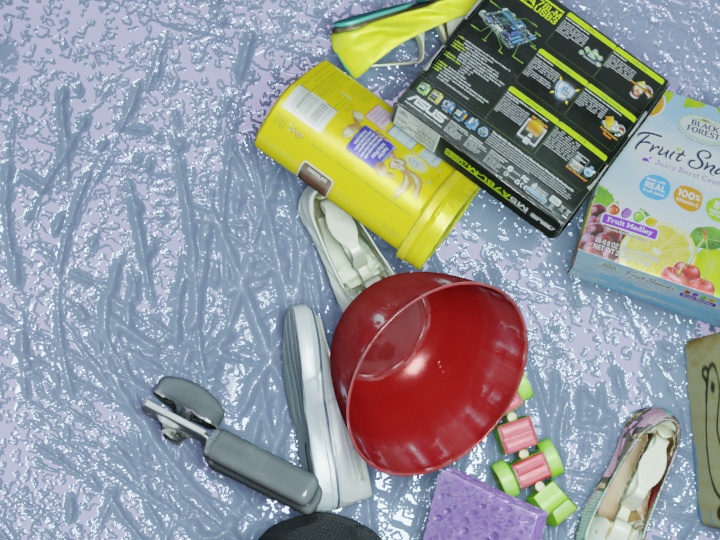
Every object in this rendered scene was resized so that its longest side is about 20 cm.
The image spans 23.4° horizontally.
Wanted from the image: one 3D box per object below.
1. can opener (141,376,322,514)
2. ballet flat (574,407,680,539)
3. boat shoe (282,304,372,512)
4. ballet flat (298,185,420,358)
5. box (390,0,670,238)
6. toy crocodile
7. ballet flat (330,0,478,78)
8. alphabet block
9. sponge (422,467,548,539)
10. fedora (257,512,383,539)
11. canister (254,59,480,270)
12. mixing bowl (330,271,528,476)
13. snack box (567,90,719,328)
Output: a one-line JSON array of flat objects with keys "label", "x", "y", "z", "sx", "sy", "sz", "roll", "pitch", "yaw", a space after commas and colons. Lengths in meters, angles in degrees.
[{"label": "can opener", "x": -0.119, "y": 0.160, "z": 1.656, "sx": 0.199, "sy": 0.053, "sz": 0.067, "roll": 24, "pitch": 69, "yaw": 17}, {"label": "ballet flat", "x": 0.259, "y": 0.226, "z": 1.683, "sx": 0.069, "sy": 0.071, "sz": 0.201, "roll": 23, "pitch": 83, "yaw": -1}, {"label": "boat shoe", "x": -0.031, "y": 0.131, "z": 1.686, "sx": 0.066, "sy": 0.073, "sz": 0.202, "roll": -8, "pitch": 94, "yaw": -19}, {"label": "ballet flat", "x": 0.000, "y": 0.000, "z": 1.696, "sx": 0.069, "sy": 0.069, "sz": 0.201, "roll": -30, "pitch": 87, "yaw": -6}, {"label": "box", "x": 0.162, "y": -0.162, "z": 1.655, "sx": 0.199, "sy": 0.048, "sz": 0.194, "roll": 36, "pitch": 67, "yaw": 6}, {"label": "toy crocodile", "x": 0.148, "y": 0.155, "z": 1.689, "sx": 0.067, "sy": 0.062, "sz": 0.201, "roll": -23, "pitch": 85, "yaw": -5}, {"label": "ballet flat", "x": 0.064, "y": -0.245, "z": 1.725, "sx": 0.199, "sy": 0.067, "sz": 0.068, "roll": -24, "pitch": 103, "yaw": -15}, {"label": "alphabet block", "x": 0.428, "y": 0.147, "z": 1.636, "sx": 0.194, "sy": 0.200, "sz": 0.197, "roll": -5, "pitch": 84, "yaw": -3}, {"label": "sponge", "x": 0.102, "y": 0.299, "z": 1.633, "sx": 0.111, "sy": 0.030, "sz": 0.202, "roll": 20, "pitch": 102, "yaw": 32}, {"label": "fedora", "x": -0.037, "y": 0.290, "z": 1.638, "sx": 0.199, "sy": 0.201, "sz": 0.092, "roll": 27, "pitch": 48, "yaw": 0}, {"label": "canister", "x": 0.011, "y": -0.106, "z": 1.669, "sx": 0.199, "sy": 0.149, "sz": 0.087, "roll": 36, "pitch": 119, "yaw": 4}, {"label": "mixing bowl", "x": 0.046, "y": 0.078, "z": 1.622, "sx": 0.199, "sy": 0.108, "sz": 0.202, "roll": -18, "pitch": 125, "yaw": -27}, {"label": "snack box", "x": 0.309, "y": -0.066, "z": 1.688, "sx": 0.167, "sy": 0.068, "sz": 0.201, "roll": 18, "pitch": 65, "yaw": 3}]
